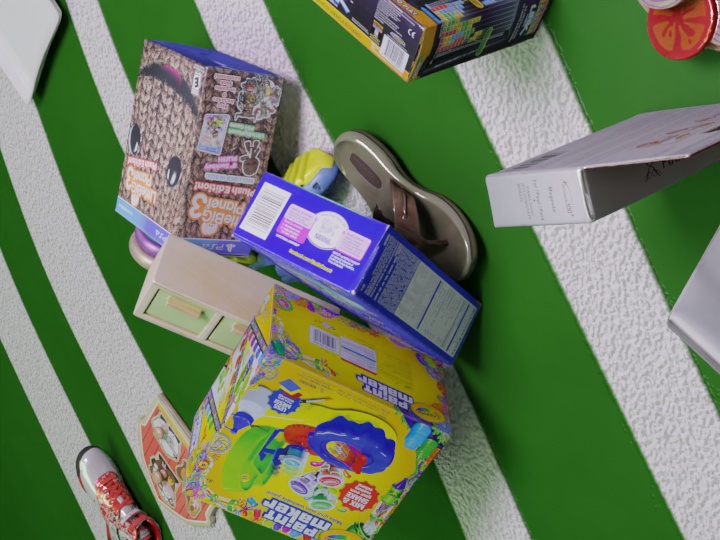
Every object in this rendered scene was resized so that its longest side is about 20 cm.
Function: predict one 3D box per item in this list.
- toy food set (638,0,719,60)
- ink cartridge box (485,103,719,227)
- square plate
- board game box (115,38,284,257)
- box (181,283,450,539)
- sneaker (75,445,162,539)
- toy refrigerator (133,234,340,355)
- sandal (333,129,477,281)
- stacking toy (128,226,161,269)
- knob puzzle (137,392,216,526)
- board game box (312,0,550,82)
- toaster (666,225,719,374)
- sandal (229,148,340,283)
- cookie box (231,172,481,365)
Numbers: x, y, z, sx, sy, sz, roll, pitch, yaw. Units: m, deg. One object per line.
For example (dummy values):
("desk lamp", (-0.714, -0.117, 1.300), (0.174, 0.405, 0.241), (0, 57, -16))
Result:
("toy food set", (0.256, -0.246, 0.830), (0.201, 0.048, 0.198), (55, 141, 11))
("ink cartridge box", (0.218, -0.081, 0.841), (0.173, 0.199, 0.044), (0, 109, 49))
("square plate", (-0.483, -0.366, 1.629), (0.199, 0.028, 0.200), (55, 141, 12))
("board game box", (-0.180, -0.135, 1.284), (0.159, 0.096, 0.202), (30, 112, 50))
("box", (-0.045, 0.155, 1.173), (0.199, 0.122, 0.193), (25, 118, -15))
("sneaker", (-0.382, 0.376, 1.884), (0.107, 0.067, 0.203), (0, 113, 48))
("toy refrigerator", (-0.128, 0.046, 1.224), (0.199, 0.070, 0.076), (25, 142, -15))
("sandal", (0.035, -0.058, 1.173), (0.201, 0.057, 0.080), (43, 138, 18))
("stacking toy", (-0.227, -0.094, 1.449), (0.085, 0.085, 0.201), (43, 131, 25))
("knob puzzle", (-0.286, 0.306, 1.763), (0.219, 0.030, 0.222), (26, 128, 38))
("board game box", (0.036, -0.254, 0.983), (0.200, 0.165, 0.057), (44, 139, 24))
("toaster", (0.322, -0.002, 0.785), (0.119, 0.180, 0.201), (44, 136, 28))
("sandal", (-0.069, -0.055, 1.298), (0.087, 0.080, 0.200), (31, 134, -9))
("cookie box", (0.000, 0.000, 1.144), (0.170, 0.076, 0.200), (25, 172, 38))
